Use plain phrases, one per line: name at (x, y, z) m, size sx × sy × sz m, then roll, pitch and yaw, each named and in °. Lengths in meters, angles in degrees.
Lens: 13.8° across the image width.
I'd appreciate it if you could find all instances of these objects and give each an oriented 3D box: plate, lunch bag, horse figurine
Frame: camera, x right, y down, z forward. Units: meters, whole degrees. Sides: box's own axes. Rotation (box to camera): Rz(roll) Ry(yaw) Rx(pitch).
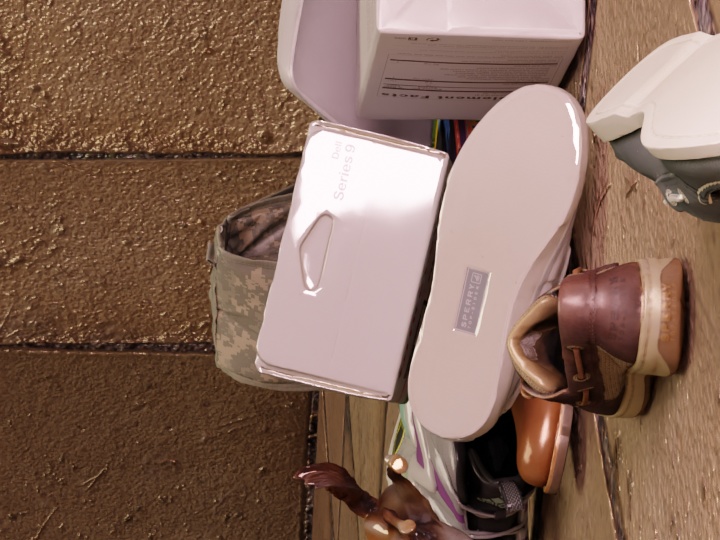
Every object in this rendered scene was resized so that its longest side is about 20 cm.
plate at (-0.001, -0.166, 1.873) m, size 0.200 × 0.032 × 0.200 m, roll 41°, pitch -130°, yaw -56°
lunch bag at (-0.027, 0.014, 2.424) m, size 0.164 × 0.199 × 0.118 m, roll 94°, pitch 174°, yaw -51°
horse figurine at (0.050, 0.173, 1.751) m, size 0.050 × 0.200 × 0.133 m, roll -49°, pitch -5°, yaw -15°

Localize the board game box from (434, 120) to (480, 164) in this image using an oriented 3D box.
board game box at (0.078, -0.031, 1.939) m, size 0.166 × 0.056 × 0.201 m, roll -92°, pitch 4°, yaw -46°

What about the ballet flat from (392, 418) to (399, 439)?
ballet flat at (0.064, 0.172, 2.139) m, size 0.074 × 0.074 × 0.201 m, roll 96°, pitch 170°, yaw -53°

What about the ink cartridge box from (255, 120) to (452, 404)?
ink cartridge box at (0.000, 0.000, 1.731) m, size 0.200 × 0.087 × 0.146 m, roll 41°, pitch -118°, yaw -84°

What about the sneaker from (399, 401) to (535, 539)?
sneaker at (0.077, 0.145, 1.804) m, size 0.140 × 0.077 × 0.201 m, roll -166°, pitch 61°, yaw -73°

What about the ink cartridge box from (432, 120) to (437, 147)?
ink cartridge box at (0.063, -0.188, 2.148) m, size 0.104 × 0.059 × 0.201 m, roll 156°, pitch 115°, yaw -86°

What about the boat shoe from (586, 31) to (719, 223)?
boat shoe at (0.143, -0.052, 1.132) m, size 0.062 × 0.073 × 0.200 m, roll 48°, pitch 175°, yaw -10°

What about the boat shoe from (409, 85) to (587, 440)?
boat shoe at (0.083, -0.004, 1.631) m, size 0.068 × 0.072 × 0.201 m, roll -12°, pitch -66°, yaw -69°

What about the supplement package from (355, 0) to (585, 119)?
supplement package at (0.061, -0.168, 1.737) m, size 0.200 × 0.119 × 0.122 m, roll 110°, pitch 161°, yaw -79°

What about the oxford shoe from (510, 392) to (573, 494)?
oxford shoe at (0.086, 0.041, 1.716) m, size 0.071 × 0.071 × 0.201 m, roll 103°, pitch 165°, yaw -54°

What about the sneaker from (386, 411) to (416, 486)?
sneaker at (0.058, 0.097, 2.080) m, size 0.085 × 0.074 × 0.201 m, roll 104°, pitch 166°, yaw -71°

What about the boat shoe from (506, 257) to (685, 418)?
boat shoe at (0.105, 0.031, 1.418) m, size 0.200 × 0.072 × 0.073 m, roll 121°, pitch 149°, yaw -82°
